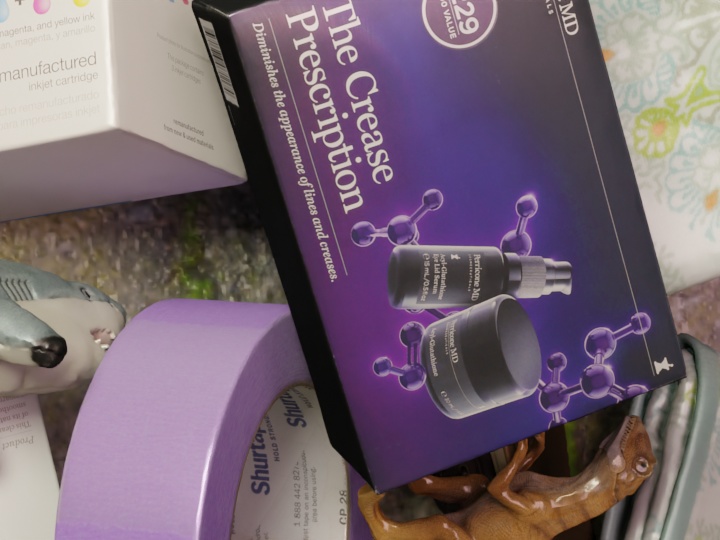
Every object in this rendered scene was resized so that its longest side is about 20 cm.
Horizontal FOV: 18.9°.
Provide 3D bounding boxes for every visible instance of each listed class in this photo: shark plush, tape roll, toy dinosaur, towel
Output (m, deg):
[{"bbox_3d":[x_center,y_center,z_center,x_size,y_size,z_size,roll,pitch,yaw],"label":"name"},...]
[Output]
[{"bbox_3d":[-0.196,0.006,0.883,0.199,0.091,0.083,19,46,-3],"label":"shark plush"},{"bbox_3d":[-0.057,0.114,0.930,0.200,0.065,0.201,3,90,-69],"label":"tape roll"},{"bbox_3d":[0.042,0.126,0.979,0.200,0.060,0.106,-38,102,22],"label":"toy dinosaur"},{"bbox_3d":[0.182,0.155,1.084,0.171,0.048,0.201,34,66,-40],"label":"towel"},{"bbox_3d":[0.099,-0.065,0.946,0.199,0.048,0.172,-18,104,-3],"label":"towel"}]

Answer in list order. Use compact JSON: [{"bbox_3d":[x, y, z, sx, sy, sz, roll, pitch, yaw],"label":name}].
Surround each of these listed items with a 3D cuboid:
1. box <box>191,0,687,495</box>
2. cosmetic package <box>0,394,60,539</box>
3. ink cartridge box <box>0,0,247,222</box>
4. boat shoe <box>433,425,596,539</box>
[{"bbox_3d":[0.033,-0.033,0.868,0.141,0.079,0.201,-21,106,-12],"label":"box"},{"bbox_3d":[-0.182,0.134,0.931,0.112,0.081,0.201,-12,91,-25],"label":"cosmetic package"},{"bbox_3d":[-0.135,-0.135,0.913,0.125,0.128,0.201,18,65,-67],"label":"ink cartridge box"},{"bbox_3d":[0.064,0.099,1.039,0.073,0.065,0.201,-32,110,-59],"label":"boat shoe"}]
